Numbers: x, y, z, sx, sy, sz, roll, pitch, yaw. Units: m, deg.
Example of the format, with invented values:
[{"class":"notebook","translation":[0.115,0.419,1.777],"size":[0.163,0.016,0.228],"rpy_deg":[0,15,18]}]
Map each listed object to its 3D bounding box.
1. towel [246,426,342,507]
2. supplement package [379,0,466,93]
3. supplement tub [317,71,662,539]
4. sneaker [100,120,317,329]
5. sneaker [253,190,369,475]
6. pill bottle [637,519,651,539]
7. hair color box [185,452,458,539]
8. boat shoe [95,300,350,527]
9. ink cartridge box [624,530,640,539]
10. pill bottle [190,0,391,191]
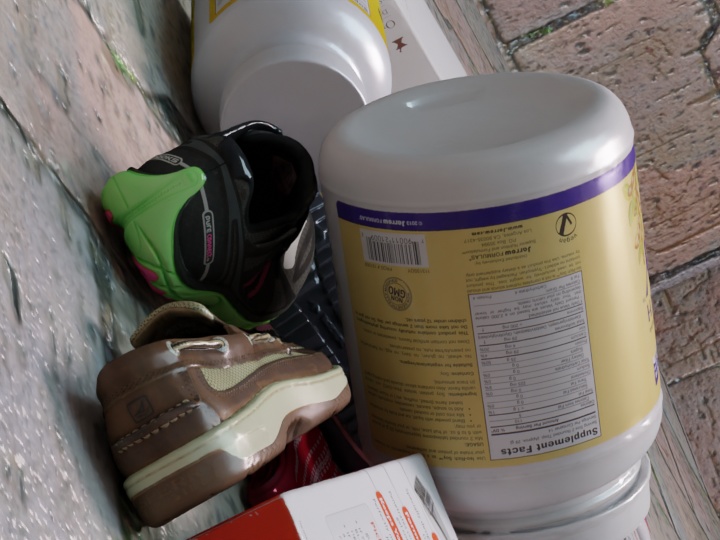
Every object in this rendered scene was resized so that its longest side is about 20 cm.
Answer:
[{"class":"towel","translation":[0.001,0.157,1.209],"size":[0.200,0.022,0.145],"rpy_deg":[63,10,-15]},{"class":"supplement package","translation":[-0.008,-0.133,1.635],"size":[0.200,0.117,0.118],"rpy_deg":[56,13,-43]},{"class":"supplement tub","translation":[0.063,0.022,1.168],"size":[0.145,0.145,0.201],"rpy_deg":[-90,172,-70]},{"class":"sneaker","translation":[-0.050,-0.023,1.174],"size":[0.077,0.084,0.200],"rpy_deg":[60,11,8]},{"class":"sneaker","translation":[-0.030,0.030,1.299],"size":[0.200,0.070,0.082],"rpy_deg":[61,-23,14]},{"class":"pill bottle","translation":[0.131,0.153,1.684],"size":[0.112,0.112,0.200],"rpy_deg":[62,10,-15]},{"class":"hair color box","translation":[-0.004,0.143,1.033],"size":[0.111,0.064,0.200],"rpy_deg":[66,16,7]},{"class":"boat shoe","translation":[-0.056,0.043,1.028],"size":[0.075,0.075,0.202],"rpy_deg":[59,9,1]},{"class":"ink cartridge box","translation":[0.094,0.133,1.384],"size":[0.200,0.084,0.145],"rpy_deg":[57,12,-49]},{"class":"pill bottle","translation":[-0.040,-0.120,1.426],"size":[0.112,0.112,0.200],"rpy_deg":[60,10,-26]}]
